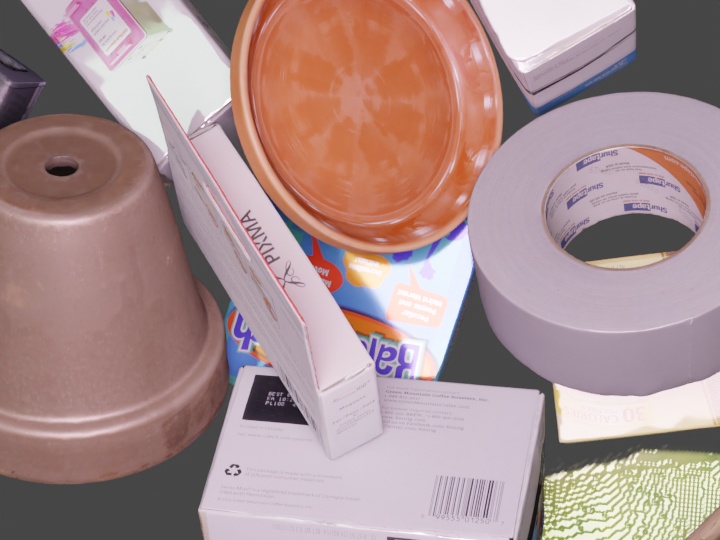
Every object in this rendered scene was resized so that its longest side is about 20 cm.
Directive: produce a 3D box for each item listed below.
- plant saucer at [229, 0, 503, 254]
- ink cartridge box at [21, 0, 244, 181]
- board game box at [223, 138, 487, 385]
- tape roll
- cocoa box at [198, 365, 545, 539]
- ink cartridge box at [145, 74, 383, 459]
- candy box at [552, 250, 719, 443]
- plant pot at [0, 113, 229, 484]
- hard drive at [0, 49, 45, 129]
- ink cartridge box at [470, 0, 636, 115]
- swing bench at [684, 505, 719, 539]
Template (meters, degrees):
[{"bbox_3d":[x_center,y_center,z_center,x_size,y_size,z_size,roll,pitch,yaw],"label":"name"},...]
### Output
[{"bbox_3d":[0.003,-0.109,1.407,0.199,0.032,0.202,6,79,-33],"label":"plant saucer"},{"bbox_3d":[-0.149,-0.157,1.461,0.084,0.145,0.200,-38,83,3],"label":"ink cartridge box"},{"bbox_3d":[0.000,0.000,1.483,0.151,0.045,0.202,18,90,7],"label":"board game box"},{"bbox_3d":[0.169,-0.019,1.398,0.198,0.066,0.201,-6,49,8],"label":"tape roll"},{"bbox_3d":[0.012,0.157,1.403,0.198,0.134,0.132,4,132,10],"label":"cocoa box"},{"bbox_3d":[-0.056,-0.009,1.328,0.043,0.174,0.201,-27,62,-12],"label":"ink cartridge box"},{"bbox_3d":[0.221,0.044,1.447,0.198,0.055,0.116,-7,86,6],"label":"candy box"},{"bbox_3d":[-0.181,0.005,1.386,0.199,0.201,0.176,10,130,8],"label":"plant pot"},{"bbox_3d":[-0.318,-0.115,1.432,0.199,0.042,0.136,28,89,9],"label":"hard drive"},{"bbox_3d":[0.107,-0.190,1.402,0.084,0.200,0.145,-29,84,5],"label":"ink cartridge box"},{"bbox_3d":[0.331,0.176,1.359,0.199,0.130,0.200,38,93,-13],"label":"swing bench"}]
